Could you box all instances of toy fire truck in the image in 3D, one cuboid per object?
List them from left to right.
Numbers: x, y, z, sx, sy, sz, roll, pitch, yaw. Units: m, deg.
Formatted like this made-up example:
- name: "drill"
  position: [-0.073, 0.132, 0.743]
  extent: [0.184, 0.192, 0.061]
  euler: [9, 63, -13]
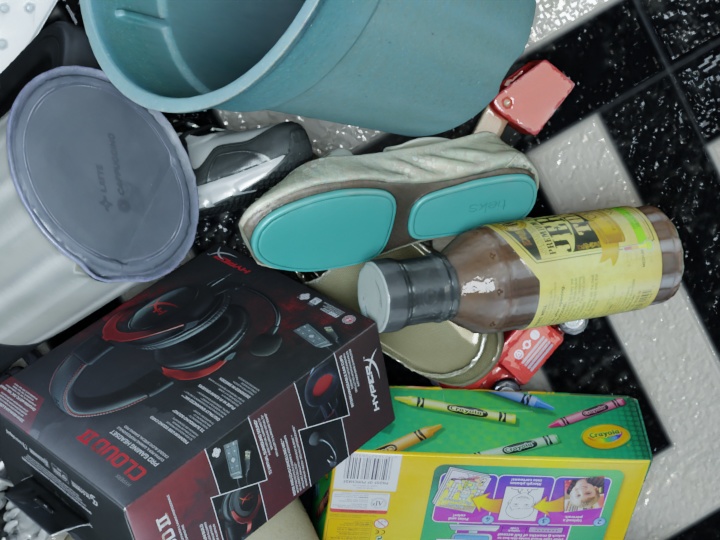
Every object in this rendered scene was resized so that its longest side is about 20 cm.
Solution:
- name: "toy fire truck"
  position: [0.093, -0.017, 0.895]
  extent: [0.141, 0.049, 0.200]
  euler: [41, 92, -9]

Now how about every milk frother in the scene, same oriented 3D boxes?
- name: "milk frother"
  position: [-0.223, -0.046, 0.738]
  extent: [0.198, 0.187, 0.183]
  euler: [4, 65, -46]

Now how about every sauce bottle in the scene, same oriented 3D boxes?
- name: "sauce bottle"
  position: [0.094, 0.003, 0.812]
  extent: [0.197, 0.064, 0.066]
  euler: [-9, 99, -27]

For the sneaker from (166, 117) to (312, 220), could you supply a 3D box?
- name: "sneaker"
  position: [-0.119, -0.063, 0.821]
  extent: [0.198, 0.073, 0.081]
  euler: [-12, 89, 28]

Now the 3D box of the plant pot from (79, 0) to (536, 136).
- name: "plant pot"
  position: [-0.016, -0.165, 0.756]
  extent: [0.195, 0.199, 0.203]
  euler: [11, 98, -50]

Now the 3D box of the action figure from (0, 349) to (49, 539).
- name: "action figure"
  position: [-0.224, 0.120, 0.851]
  extent: [0.200, 0.102, 0.119]
  euler: [-44, 88, 2]

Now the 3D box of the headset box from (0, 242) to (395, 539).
- name: "headset box"
  position: [-0.102, 0.083, 0.780]
  extent: [0.199, 0.148, 0.076]
  euler: [-34, 130, -29]

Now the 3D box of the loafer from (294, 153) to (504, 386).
- name: "loafer"
  position: [0.000, 0.000, 0.853]
  extent: [0.199, 0.067, 0.076]
  euler: [38, 103, 10]

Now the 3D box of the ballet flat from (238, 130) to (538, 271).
- name: "ballet flat"
  position: [0.011, -0.044, 0.805]
  extent: [0.198, 0.063, 0.068]
  euler: [-8, 134, -29]

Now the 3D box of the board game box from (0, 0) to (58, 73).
- name: "board game box"
  position: [-0.309, -0.148, 0.846]
  extent: [0.198, 0.026, 0.202]
  euler: [32, 92, -9]

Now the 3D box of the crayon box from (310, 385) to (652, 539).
- name: "crayon box"
  position: [0.072, 0.137, 0.880]
  extent: [0.197, 0.059, 0.120]
  euler: [3, 130, -7]

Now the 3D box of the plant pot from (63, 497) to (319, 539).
- name: "plant pot"
  position: [-0.097, 0.185, 0.839]
  extent: [0.197, 0.200, 0.137]
  euler: [11, 76, -7]
